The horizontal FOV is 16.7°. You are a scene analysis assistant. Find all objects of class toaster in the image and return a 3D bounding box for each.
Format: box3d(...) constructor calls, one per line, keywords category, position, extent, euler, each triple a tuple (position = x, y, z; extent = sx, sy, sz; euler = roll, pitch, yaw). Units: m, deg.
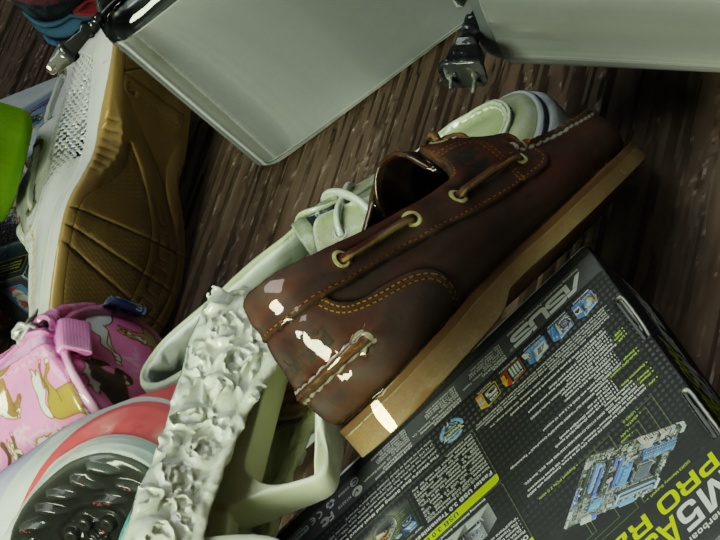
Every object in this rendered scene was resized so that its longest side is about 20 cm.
box3d(category="toaster", position=(-0.035, -0.165, 1.116), extent=(0.199, 0.119, 0.181), euler=(-36, 33, 19))
box3d(category="toaster", position=(0.110, -0.151, 0.898), extent=(0.128, 0.114, 0.201), euler=(8, 63, 23))

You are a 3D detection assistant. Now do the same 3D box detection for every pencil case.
box3d(category="pencil case", position=(-0.162, 0.087, 1.026), extent=(0.199, 0.083, 0.087), euler=(-32, 73, 28))

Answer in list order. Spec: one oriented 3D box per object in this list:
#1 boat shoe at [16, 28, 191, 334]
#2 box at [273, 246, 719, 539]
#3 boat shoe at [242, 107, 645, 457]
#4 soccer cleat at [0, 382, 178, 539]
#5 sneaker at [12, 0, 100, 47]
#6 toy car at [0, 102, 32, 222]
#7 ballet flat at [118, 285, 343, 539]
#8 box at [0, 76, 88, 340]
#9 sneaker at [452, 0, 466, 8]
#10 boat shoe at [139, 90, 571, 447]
box3d(category="boat shoe", position=(-0.124, -0.026, 1.119), extent=(0.069, 0.071, 0.201), euler=(-23, 42, 34))
box3d(category="box", position=(0.041, 0.107, 0.802), extent=(0.200, 0.044, 0.160), euler=(-44, 32, 9))
box3d(category="boat shoe", position=(0.033, -0.015, 0.845), extent=(0.070, 0.070, 0.200), euler=(-48, -4, 38))
box3d(category="soccer cleat", position=(-0.129, 0.106, 0.943), extent=(0.199, 0.068, 0.073), euler=(-33, 14, 33))
box3d(category="sneaker", position=(-0.118, -0.193, 1.270), extent=(0.199, 0.095, 0.080), euler=(-33, 35, 24))
box3d(category="toy car", position=(-0.234, -0.004, 1.032), extent=(0.200, 0.163, 0.159), euler=(-108, 35, -66))
box3d(category="ballet flat", position=(-0.043, 0.082, 0.832), extent=(0.071, 0.072, 0.201), euler=(-22, 40, 36))
box3d(category="box", position=(-0.197, -0.022, 1.239), extent=(0.199, 0.038, 0.137), euler=(-16, 46, 42))
box3d(category="sneaker", position=(0.106, -0.193, 1.024), extent=(0.199, 0.105, 0.060), euler=(-23, -4, -21))
box3d(category="boat shoe", position=(0.000, 0.000, 0.949), extent=(0.200, 0.062, 0.072), euler=(-45, 32, 4))
